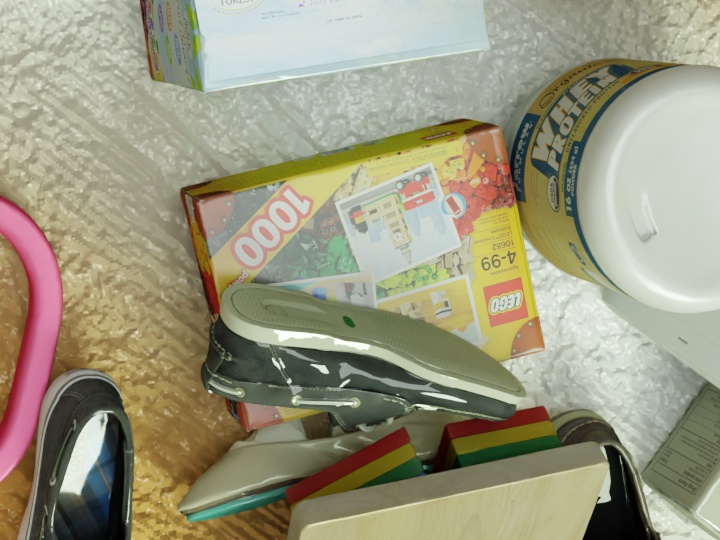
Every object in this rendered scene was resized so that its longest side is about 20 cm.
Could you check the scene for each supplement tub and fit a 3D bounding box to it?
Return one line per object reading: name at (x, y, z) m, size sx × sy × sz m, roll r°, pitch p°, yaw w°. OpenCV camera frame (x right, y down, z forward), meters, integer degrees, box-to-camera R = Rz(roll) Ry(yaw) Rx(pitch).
supplement tub at (0.173, -0.057, 1.257) m, size 0.144 × 0.200 × 0.146 m, roll -2°, pitch 98°, yaw -15°

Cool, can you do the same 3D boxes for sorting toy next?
sorting toy at (0.034, 0.173, 1.279) m, size 0.197 × 0.070 × 0.201 m, roll -10°, pitch 141°, yaw -19°

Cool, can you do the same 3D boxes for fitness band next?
fitness band at (-0.259, 0.046, 1.243) m, size 0.143 × 0.037 × 0.201 m, roll 12°, pitch 96°, yaw -16°

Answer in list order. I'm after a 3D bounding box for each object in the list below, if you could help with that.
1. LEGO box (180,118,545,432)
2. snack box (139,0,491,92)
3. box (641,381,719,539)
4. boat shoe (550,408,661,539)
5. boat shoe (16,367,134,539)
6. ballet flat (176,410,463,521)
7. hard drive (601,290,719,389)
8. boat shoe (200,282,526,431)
LEGO box at (0.000, 0.000, 1.283) m, size 0.199 × 0.077 × 0.150 m, roll -15°, pitch 101°, yaw -12°
snack box at (-0.033, -0.150, 1.190) m, size 0.167 × 0.200 × 0.068 m, roll -10°, pitch 100°, yaw -14°
box at (0.287, 0.091, 1.363) m, size 0.078 × 0.095 × 0.200 m, roll 37°, pitch 89°, yaw -17°
boat shoe at (0.164, 0.194, 1.354) m, size 0.074 × 0.073 × 0.201 m, roll -20°, pitch 102°, yaw -11°
boat shoe at (-0.169, 0.163, 1.254) m, size 0.069 × 0.066 × 0.201 m, roll 3°, pitch 106°, yaw -25°
ballet flat at (-0.025, 0.114, 1.306) m, size 0.199 × 0.069 × 0.070 m, roll -8°, pitch 100°, yaw -15°
hard drive at (0.270, -0.022, 1.334) m, size 0.200 × 0.132 × 0.026 m, roll -52°, pitch 149°, yaw -3°
boat shoe at (0.003, 0.062, 1.223) m, size 0.199 × 0.072 × 0.068 m, roll 13°, pitch 112°, yaw -17°
